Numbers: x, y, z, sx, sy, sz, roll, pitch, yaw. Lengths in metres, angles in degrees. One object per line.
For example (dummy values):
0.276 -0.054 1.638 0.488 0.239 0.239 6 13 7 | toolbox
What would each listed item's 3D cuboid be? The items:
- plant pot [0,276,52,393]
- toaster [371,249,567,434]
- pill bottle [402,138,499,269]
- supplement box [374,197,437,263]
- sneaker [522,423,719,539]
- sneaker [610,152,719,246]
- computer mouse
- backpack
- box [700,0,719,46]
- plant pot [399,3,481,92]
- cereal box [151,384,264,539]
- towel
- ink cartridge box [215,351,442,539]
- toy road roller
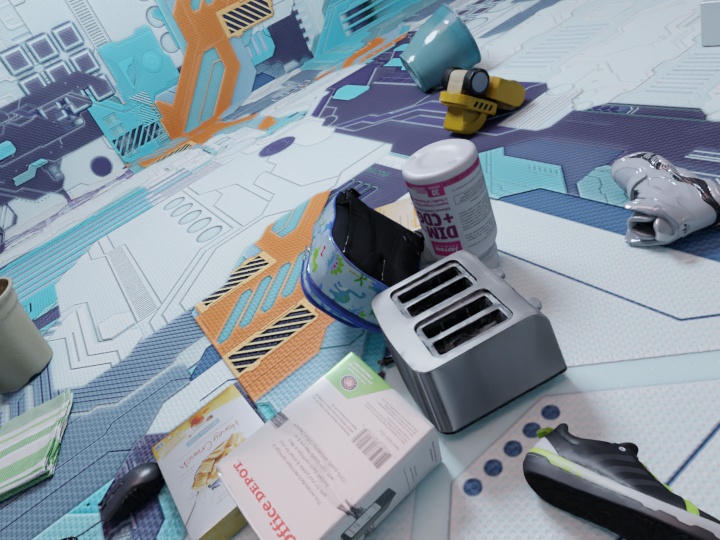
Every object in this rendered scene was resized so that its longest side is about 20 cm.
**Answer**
-0.759 0.147 1.116 0.199 0.184 0.201 -18 33 12 | plant pot
0.119 0.085 0.668 0.199 0.119 0.181 -28 31 -4 | toaster
0.145 -0.086 0.820 0.113 0.201 0.114 -18 32 12 | pill bottle
0.041 -0.056 0.967 0.199 0.074 0.126 -17 32 13 | supplement box
0.241 0.188 0.479 0.199 0.072 0.083 15 48 46 | sneaker
0.414 -0.105 0.781 0.114 0.075 0.200 -26 35 -7 | sneaker
-0.355 0.327 0.715 0.200 0.034 0.059 -38 36 -15 | computer mouse
0.000 0.000 0.812 0.147 0.182 0.200 -52 16 26 | backpack
0.837 -0.539 1.103 0.124 0.098 0.200 -37 34 -18 | box
0.226 -0.649 1.605 0.188 0.200 0.200 -36 31 9 | plant pot
-0.183 0.250 0.707 0.144 0.040 0.200 -38 34 -19 | cereal box
-0.576 0.303 0.917 0.152 0.023 0.200 -28 32 -2 | towel
-0.032 0.212 0.588 0.200 0.084 0.145 -38 50 -19 | ink cartridge box
0.280 -0.399 1.289 0.199 0.147 0.123 3 19 -29 | toy road roller
